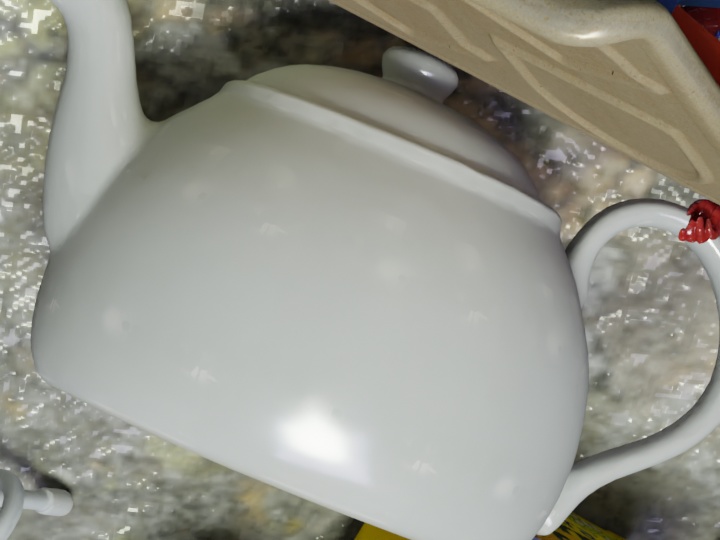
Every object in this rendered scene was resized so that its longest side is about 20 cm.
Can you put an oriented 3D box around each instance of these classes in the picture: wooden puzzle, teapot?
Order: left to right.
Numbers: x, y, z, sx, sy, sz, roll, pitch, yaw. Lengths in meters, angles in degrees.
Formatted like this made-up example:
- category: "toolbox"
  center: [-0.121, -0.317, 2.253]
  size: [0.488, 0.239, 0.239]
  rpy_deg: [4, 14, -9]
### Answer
- category: "teapot"
  center: [0.000, 0.000, 0.887]
  size: [0.200, 0.197, 0.147]
  rpy_deg: [27, 86, -54]
- category: "wooden puzzle"
  center: [0.034, -0.085, 0.746]
  size: [0.046, 0.185, 0.200]
  rpy_deg: [-60, 153, 1]

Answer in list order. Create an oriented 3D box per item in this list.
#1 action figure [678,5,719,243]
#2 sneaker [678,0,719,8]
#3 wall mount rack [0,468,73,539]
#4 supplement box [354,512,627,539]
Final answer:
- category: "action figure"
  center: [0.136, -0.029, 0.836]
  size: [0.098, 0.200, 0.066]
  rpy_deg: [-17, 136, -22]
- category: "sneaker"
  center: [0.123, -0.123, 0.819]
  size: [0.199, 0.070, 0.078]
  rpy_deg: [3, 113, 19]
- category: "wall mount rack"
  center: [-0.182, 0.128, 0.965]
  size: [0.199, 0.174, 0.075]
  rpy_deg: [-26, 114, 16]
- category: "supplement box"
  center: [0.030, 0.181, 1.005]
  size: [0.108, 0.109, 0.201]
  rpy_deg: [29, 95, -24]
